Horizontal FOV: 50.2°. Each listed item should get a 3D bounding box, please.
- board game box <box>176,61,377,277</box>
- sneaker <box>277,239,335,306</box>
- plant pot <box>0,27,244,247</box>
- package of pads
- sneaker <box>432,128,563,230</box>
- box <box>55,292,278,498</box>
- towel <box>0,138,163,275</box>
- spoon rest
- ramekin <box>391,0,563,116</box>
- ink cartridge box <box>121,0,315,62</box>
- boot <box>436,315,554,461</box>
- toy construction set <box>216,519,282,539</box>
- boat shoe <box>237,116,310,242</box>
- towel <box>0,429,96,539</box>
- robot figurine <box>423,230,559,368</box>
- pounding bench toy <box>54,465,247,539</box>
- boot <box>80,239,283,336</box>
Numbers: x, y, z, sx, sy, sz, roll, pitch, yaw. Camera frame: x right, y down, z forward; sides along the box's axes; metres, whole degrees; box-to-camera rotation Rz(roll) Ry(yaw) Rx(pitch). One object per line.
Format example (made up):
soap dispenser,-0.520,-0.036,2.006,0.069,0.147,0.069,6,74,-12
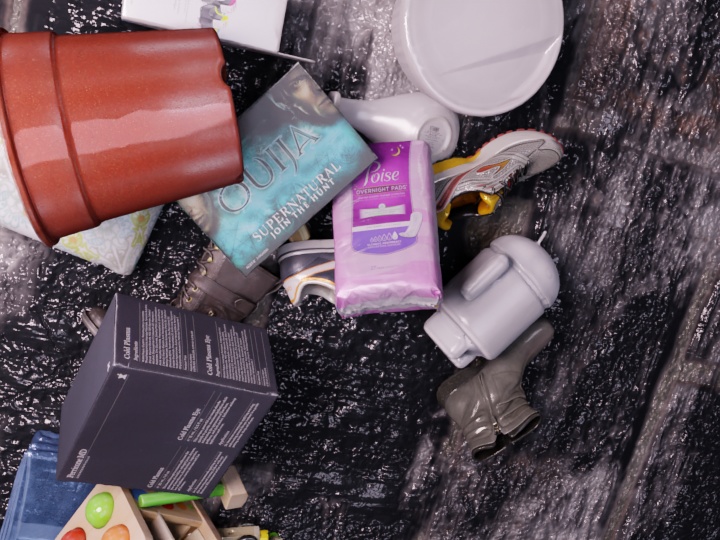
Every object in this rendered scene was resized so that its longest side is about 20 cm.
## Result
board game box,-0.098,-0.109,0.845,0.200,0.028,0.135,-42,102,3
sneaker,0.000,0.000,0.948,0.197,0.079,0.080,-8,73,-6
plant pot,-0.218,-0.140,0.731,0.193,0.201,0.203,-12,110,-12
package of pads,0.029,-0.048,0.880,0.119,0.076,0.202,-4,66,5
sneaker,0.165,-0.107,0.961,0.198,0.083,0.078,-25,145,-4
box,-0.219,0.146,0.858,0.181,0.105,0.201,16,125,-30
towel,-0.313,-0.109,0.850,0.198,0.048,0.172,24,101,-21
spoon rest,0.038,-0.178,0.933,0.198,0.061,0.100,9,105,-33
ramekin,0.126,-0.282,0.890,0.200,0.094,0.205,-3,101,-17
ink cartridge box,-0.146,-0.274,0.809,0.198,0.115,0.069,8,104,-19
boot,0.208,0.162,1.034,0.199,0.131,0.068,-39,131,0
toy construction set,-0.178,0.409,1.031,0.198,0.092,0.133,-5,109,-26
boat shoe,-0.132,-0.108,0.891,0.063,0.073,0.201,-35,110,4
towel,-0.381,0.304,0.955,0.110,0.049,0.202,15,101,-21
robot figurine,0.177,0.034,1.000,0.200,0.113,0.170,-42,153,-1
pounding bench toy,-0.249,0.308,0.925,0.201,0.124,0.156,-52,137,3
boot,-0.208,0.031,0.916,0.199,0.069,0.175,27,97,-32
